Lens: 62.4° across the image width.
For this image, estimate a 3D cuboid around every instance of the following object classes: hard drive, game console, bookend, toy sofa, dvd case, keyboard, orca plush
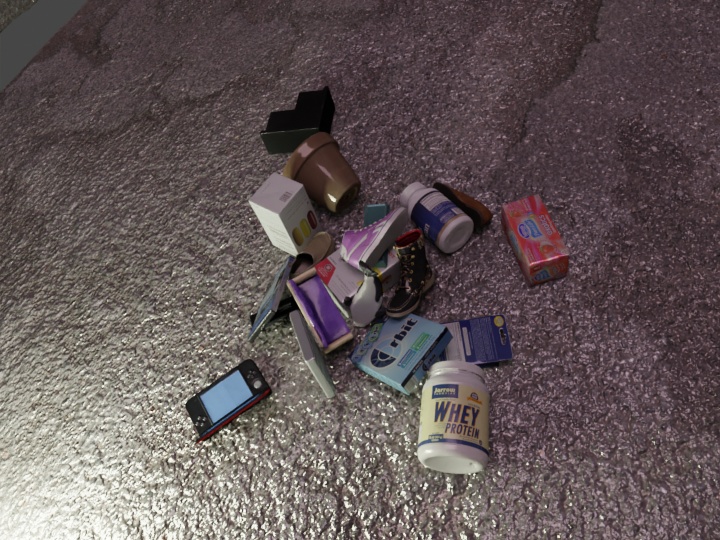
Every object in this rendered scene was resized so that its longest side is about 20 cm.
[{"bbox_3d":[-0.108,0.195,1.362,0.026,0.201,0.132,-22,54,-3],"label":"hard drive"},{"bbox_3d":[-0.319,0.301,1.394,0.199,0.119,0.173,-34,56,-10],"label":"game console"},{"bbox_3d":[-0.199,-0.482,1.906,0.198,0.092,0.200,-2,55,14],"label":"bookend"},{"bbox_3d":[-0.099,0.097,1.449,0.082,0.098,0.201,-29,77,-8],"label":"toy sofa"},{"bbox_3d":[-0.225,0.071,1.499,0.017,0.143,0.201,28,40,-15],"label":"dvd case"},{"bbox_3d":[-0.189,0.114,1.549,0.199,0.040,0.104,-26,31,-3],"label":"keyboard"},{"bbox_3d":[0.014,0.048,1.442,0.104,0.201,0.071,2,43,13],"label":"orca plush"}]

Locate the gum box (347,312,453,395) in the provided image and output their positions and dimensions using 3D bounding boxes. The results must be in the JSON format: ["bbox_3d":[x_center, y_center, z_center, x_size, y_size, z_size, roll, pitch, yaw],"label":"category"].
[{"bbox_3d":[0.089,0.178,1.373,0.170,0.045,0.199,-49,35,-19],"label":"gum box"}]

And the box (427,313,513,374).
[{"bbox_3d":[0.248,0.173,1.390,0.198,0.032,0.122,-10,55,9],"label":"box"}]

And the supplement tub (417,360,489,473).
[{"bbox_3d":[0.197,0.306,1.244,0.144,0.145,0.201,0,57,14],"label":"supplement tub"}]

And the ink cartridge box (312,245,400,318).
[{"bbox_3d":[0.000,0.000,1.537,0.199,0.084,0.145,-36,56,-11],"label":"ink cartridge box"}]

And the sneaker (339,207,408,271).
[{"bbox_3d":[0.026,-0.098,1.482,0.114,0.073,0.201,30,66,31],"label":"sneaker"}]

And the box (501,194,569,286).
[{"bbox_3d":[0.429,-0.076,1.474,0.102,0.095,0.201,-16,54,4],"label":"box"}]

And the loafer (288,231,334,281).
[{"bbox_3d":[-0.131,-0.033,1.598,0.075,0.069,0.201,13,57,22],"label":"loafer"}]

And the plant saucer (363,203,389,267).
[{"bbox_3d":[0.037,-0.094,1.530,0.069,0.019,0.201,-3,56,11],"label":"plant saucer"}]

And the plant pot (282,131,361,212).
[{"bbox_3d":[-0.096,-0.260,1.693,0.200,0.200,0.175,-43,76,-15],"label":"plant pot"}]

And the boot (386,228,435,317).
[{"bbox_3d":[0.111,0.005,1.433,0.073,0.152,0.200,9,36,36],"label":"boot"}]

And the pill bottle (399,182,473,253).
[{"bbox_3d":[0.194,-0.146,1.570,0.111,0.111,0.200,-35,55,-11],"label":"pill bottle"}]

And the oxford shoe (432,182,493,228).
[{"bbox_3d":[0.274,-0.179,1.613,0.071,0.072,0.200,-20,48,-35],"label":"oxford shoe"}]

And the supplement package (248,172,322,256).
[{"bbox_3d":[-0.197,-0.146,1.613,0.109,0.200,0.114,26,67,28],"label":"supplement package"}]
